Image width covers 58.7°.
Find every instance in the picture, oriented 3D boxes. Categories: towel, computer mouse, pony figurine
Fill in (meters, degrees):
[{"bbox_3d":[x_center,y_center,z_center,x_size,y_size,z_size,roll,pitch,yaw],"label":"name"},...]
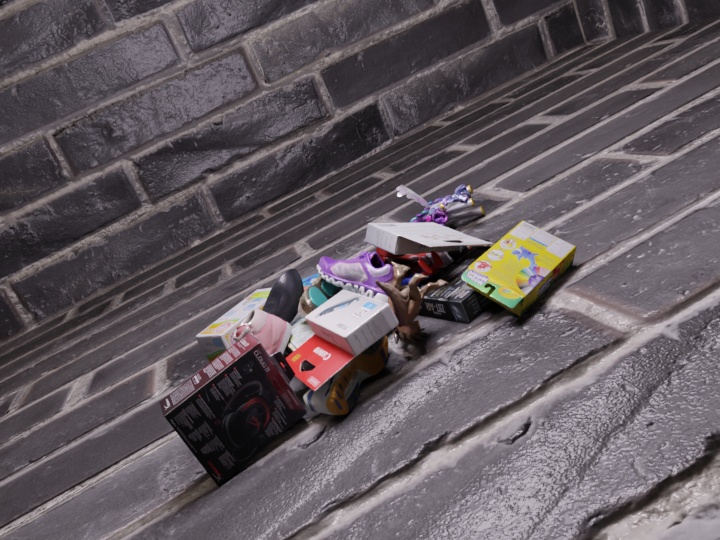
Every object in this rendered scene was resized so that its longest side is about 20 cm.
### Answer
[{"bbox_3d":[-0.055,0.115,1.248,0.198,0.049,0.171,-30,21,-17],"label":"towel"},{"bbox_3d":[-0.163,0.096,1.302,0.052,0.203,0.138,28,6,23],"label":"computer mouse"},{"bbox_3d":[0.190,-0.140,1.580,0.197,0.170,0.192,-22,-15,21],"label":"pony figurine"}]

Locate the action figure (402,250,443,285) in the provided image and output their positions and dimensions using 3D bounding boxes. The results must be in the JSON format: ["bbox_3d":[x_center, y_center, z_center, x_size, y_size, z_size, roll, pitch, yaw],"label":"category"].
[{"bbox_3d":[0.087,0.028,1.268,0.065,0.052,0.200,-38,-8,-41],"label":"action figure"}]

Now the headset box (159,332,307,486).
[{"bbox_3d":[-0.192,0.210,1.016,0.199,0.150,0.075,-38,20,-15],"label":"headset box"}]

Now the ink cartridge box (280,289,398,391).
[{"bbox_3d":[-0.050,0.109,1.083,0.175,0.045,0.199,-36,17,-17],"label":"ink cartridge box"}]

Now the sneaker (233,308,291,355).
[{"bbox_3d":[-0.200,0.162,1.179,0.075,0.104,0.203,-24,41,42],"label":"sneaker"}]

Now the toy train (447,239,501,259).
[{"bbox_3d":[0.254,-0.041,1.350,0.046,0.035,0.199,-38,21,-27],"label":"toy train"}]

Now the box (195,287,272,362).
[{"bbox_3d":[-0.247,0.133,1.427,0.111,0.103,0.199,-7,25,46],"label":"box"}]

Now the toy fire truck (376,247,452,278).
[{"bbox_3d":[0.110,-0.019,1.401,0.164,0.114,0.200,-2,17,-6],"label":"toy fire truck"}]

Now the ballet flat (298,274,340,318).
[{"bbox_3d":[-0.088,0.059,1.286,0.075,0.068,0.200,-40,8,20],"label":"ballet flat"}]

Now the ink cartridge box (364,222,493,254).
[{"bbox_3d":[0.137,-0.055,1.266,0.198,0.044,0.172,-4,21,-42],"label":"ink cartridge box"}]

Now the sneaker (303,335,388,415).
[{"bbox_3d":[-0.025,0.162,1.083,0.087,0.076,0.200,-11,22,39],"label":"sneaker"}]

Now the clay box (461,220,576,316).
[{"bbox_3d":[0.271,-0.001,1.107,0.114,0.048,0.199,32,53,32],"label":"clay box"}]

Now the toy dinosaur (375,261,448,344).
[{"bbox_3d":[0.076,0.066,1.096,0.085,0.138,0.199,21,3,22],"label":"toy dinosaur"}]

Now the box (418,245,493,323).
[{"bbox_3d":[0.211,0.019,1.217,0.199,0.044,0.159,-35,19,-27],"label":"box"}]

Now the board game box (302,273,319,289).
[{"bbox_3d":[-0.093,0.045,1.564,0.197,0.046,0.153,-21,17,15],"label":"board game box"}]

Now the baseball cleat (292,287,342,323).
[{"bbox_3d":[-0.067,0.094,1.369,0.198,0.070,0.107,-32,18,15],"label":"baseball cleat"}]

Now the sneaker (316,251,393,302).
[{"bbox_3d":[0.000,0.000,1.255,0.198,0.090,0.080,22,13,36],"label":"sneaker"}]
